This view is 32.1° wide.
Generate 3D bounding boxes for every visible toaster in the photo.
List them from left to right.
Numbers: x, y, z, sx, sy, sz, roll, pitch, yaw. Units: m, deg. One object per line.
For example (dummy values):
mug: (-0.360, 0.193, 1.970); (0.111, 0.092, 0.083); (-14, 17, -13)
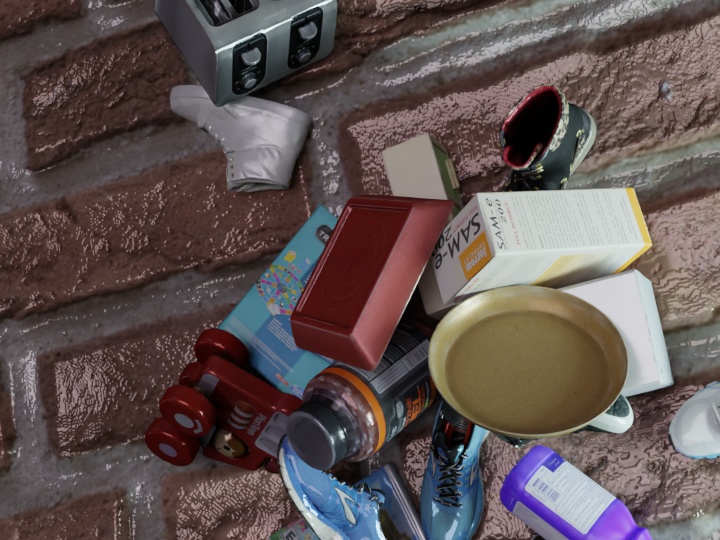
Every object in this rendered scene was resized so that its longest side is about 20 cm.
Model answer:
toaster: (-0.145, -0.331, 1.536); (0.179, 0.119, 0.201); (-27, 73, -21)

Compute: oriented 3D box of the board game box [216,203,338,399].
board game box: (-0.053, 0.047, 1.494); (0.151, 0.047, 0.201); (39, 86, 21)

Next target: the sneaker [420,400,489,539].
sneaker: (0.098, 0.215, 1.402); (0.077, 0.090, 0.204); (6, 84, 22)

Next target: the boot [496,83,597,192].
boot: (0.185, -0.107, 1.386); (0.073, 0.150, 0.201); (35, 95, 22)

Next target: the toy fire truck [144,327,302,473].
toy fire truck: (-0.149, 0.177, 1.469); (0.166, 0.201, 0.113); (31, 52, -1)

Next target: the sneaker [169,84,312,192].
sneaker: (-0.167, -0.161, 1.577); (0.197, 0.074, 0.117); (15, 84, 22)

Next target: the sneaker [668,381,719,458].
sneaker: (0.408, 0.134, 1.296); (0.198, 0.086, 0.076); (-29, 74, 16)

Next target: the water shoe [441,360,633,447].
water shoe: (0.179, 0.141, 1.279); (0.197, 0.071, 0.080); (15, 118, 20)

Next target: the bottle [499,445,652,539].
bottle: (0.246, 0.273, 1.339); (0.199, 0.083, 0.066); (35, 136, 22)

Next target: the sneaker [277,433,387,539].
sneaker: (-0.020, 0.259, 1.393); (0.089, 0.079, 0.201); (-38, 88, -6)

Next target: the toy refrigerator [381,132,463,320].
toy refrigerator: (0.091, -0.050, 1.456); (0.069, 0.076, 0.203); (-20, 74, 17)

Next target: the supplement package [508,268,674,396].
supplement package: (0.225, 0.086, 1.356); (0.197, 0.120, 0.123); (-15, 78, 19)

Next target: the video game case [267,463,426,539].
video game case: (0.007, 0.357, 1.453); (0.181, 0.022, 0.202); (-33, 71, 14)

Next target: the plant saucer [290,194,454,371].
plant saucer: (0.000, 0.000, 1.382); (0.199, 0.036, 0.202); (10, 72, 62)

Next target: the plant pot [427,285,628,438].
plant pot: (0.165, 0.093, 1.243); (0.196, 0.028, 0.202); (-3, 44, 2)

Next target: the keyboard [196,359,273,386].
keyboard: (-0.112, 0.099, 1.542); (0.197, 0.021, 0.129); (3, 82, 21)

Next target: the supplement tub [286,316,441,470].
supplement tub: (0.007, 0.140, 1.386); (0.106, 0.199, 0.108); (24, 130, 32)

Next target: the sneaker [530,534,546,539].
sneaker: (0.242, 0.379, 1.342); (0.200, 0.072, 0.085); (43, 121, 20)

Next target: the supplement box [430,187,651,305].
supplement box: (0.189, -0.026, 1.329); (0.126, 0.197, 0.075); (-49, 50, 55)
